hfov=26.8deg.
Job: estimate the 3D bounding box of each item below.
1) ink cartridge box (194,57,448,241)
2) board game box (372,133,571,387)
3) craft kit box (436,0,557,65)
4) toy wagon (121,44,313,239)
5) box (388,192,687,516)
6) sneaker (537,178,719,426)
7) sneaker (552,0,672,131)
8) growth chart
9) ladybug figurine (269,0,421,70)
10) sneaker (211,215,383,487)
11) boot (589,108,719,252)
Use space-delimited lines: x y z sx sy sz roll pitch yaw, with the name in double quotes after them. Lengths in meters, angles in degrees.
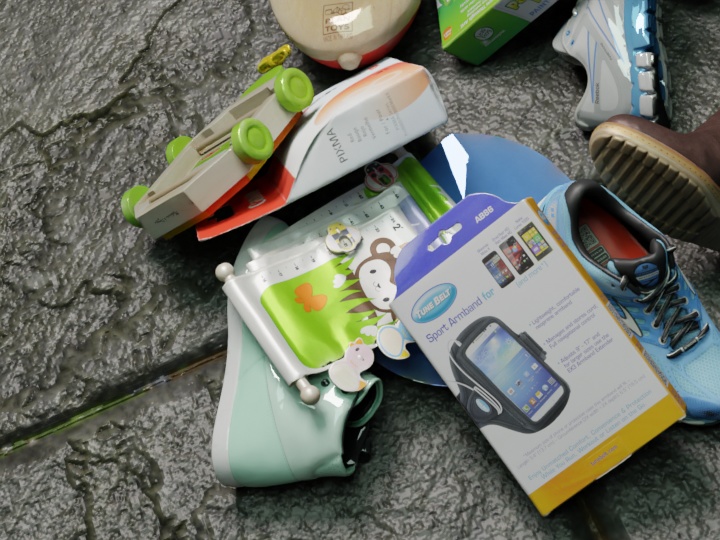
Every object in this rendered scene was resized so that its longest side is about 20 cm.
-0.044 -0.096 1.133 0.199 0.162 0.050 -25 103 -4 "ink cartridge box"
0.077 -0.002 1.114 0.200 0.039 0.158 -44 67 -10 "board game box"
0.131 -0.298 1.197 0.200 0.048 0.199 -36 45 41 "craft kit box"
-0.098 -0.104 1.163 0.155 0.040 0.200 -24 23 44 "toy wagon"
0.111 0.047 1.008 0.119 0.041 0.201 -37 83 14 "box"
0.190 0.021 1.025 0.078 0.090 0.200 -38 80 -13 "sneaker"
0.188 -0.201 1.160 0.086 0.075 0.202 -4 79 25 "sneaker"
0.000 0.000 1.072 0.200 0.018 0.145 -36 66 -24 "growth chart"
-0.007 -0.239 1.242 0.135 0.072 0.201 -4 57 13 "ladybug figurine"
-0.034 0.057 1.082 0.117 0.074 0.202 -2 70 19 "sneaker"
0.262 -0.097 1.070 0.199 0.072 0.167 29 61 -12 "boot"
